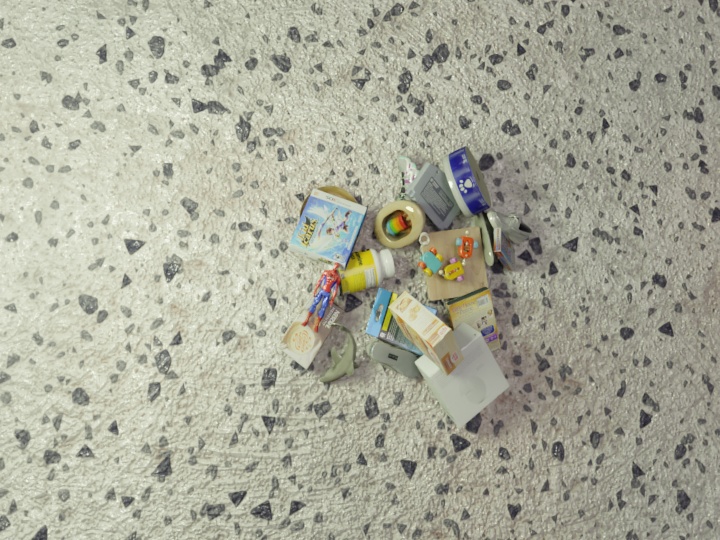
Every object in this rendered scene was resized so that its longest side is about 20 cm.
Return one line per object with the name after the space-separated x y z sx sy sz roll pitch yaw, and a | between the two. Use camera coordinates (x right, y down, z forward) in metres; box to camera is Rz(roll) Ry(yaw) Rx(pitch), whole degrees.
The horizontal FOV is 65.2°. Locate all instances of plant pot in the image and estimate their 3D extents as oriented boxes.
-0.093 -0.157 1.737 0.192 0.027 0.208 1 83 -8 | plant pot

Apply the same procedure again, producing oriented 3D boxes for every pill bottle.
0.000 0.000 1.690 0.193 0.112 0.117 -14 85 -10 | pill bottle

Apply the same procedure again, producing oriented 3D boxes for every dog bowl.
0.327 -0.271 1.723 0.077 0.199 0.206 -23 87 22 | dog bowl

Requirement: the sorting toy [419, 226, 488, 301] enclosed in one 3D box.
0.285 -0.019 1.758 0.191 0.070 0.208 -7 85 -9 | sorting toy

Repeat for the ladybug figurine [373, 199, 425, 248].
0.122 -0.143 1.705 0.071 0.197 0.139 -32 98 -48 | ladybug figurine

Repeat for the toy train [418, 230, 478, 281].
0.255 -0.047 1.691 0.193 0.055 0.157 4 85 -17 | toy train

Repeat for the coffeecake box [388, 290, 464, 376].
0.183 0.173 1.565 0.073 0.199 0.155 -40 135 -10 | coffeecake box

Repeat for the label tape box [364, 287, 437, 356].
0.119 0.156 1.714 0.194 0.063 0.149 21 81 -6 | label tape box

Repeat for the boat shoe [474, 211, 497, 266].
0.405 -0.103 1.755 0.058 0.075 0.205 -2 49 -6 | boat shoe

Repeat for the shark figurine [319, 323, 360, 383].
-0.038 0.252 1.632 0.123 0.090 0.221 5 119 -18 | shark figurine

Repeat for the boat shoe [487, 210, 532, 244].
0.469 -0.142 1.753 0.197 0.068 0.074 29 42 -36 | boat shoe

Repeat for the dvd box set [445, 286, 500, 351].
0.347 0.169 1.729 0.142 0.029 0.206 -21 109 -11 | dvd box set

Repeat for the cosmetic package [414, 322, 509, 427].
0.299 0.304 1.663 0.197 0.123 0.203 -35 110 -7 | cosmetic package

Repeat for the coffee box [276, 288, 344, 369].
-0.148 0.172 1.663 0.113 0.080 0.203 36 80 -3 | coffee box

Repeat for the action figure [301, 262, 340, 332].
-0.104 0.072 1.593 0.064 0.052 0.206 23 93 1 | action figure

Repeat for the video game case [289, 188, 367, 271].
-0.093 -0.123 1.655 0.175 0.046 0.205 18 65 6 | video game case

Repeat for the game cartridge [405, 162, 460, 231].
0.231 -0.226 1.722 0.134 0.041 0.200 -51 125 -5 | game cartridge

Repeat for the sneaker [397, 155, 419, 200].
0.137 -0.244 1.757 0.137 0.078 0.204 -31 88 -12 | sneaker

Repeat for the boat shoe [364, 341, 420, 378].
0.097 0.267 1.697 0.195 0.065 0.074 22 82 -27 | boat shoe

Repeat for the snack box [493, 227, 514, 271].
0.444 -0.062 1.731 0.024 0.199 0.075 -2 72 27 | snack box
